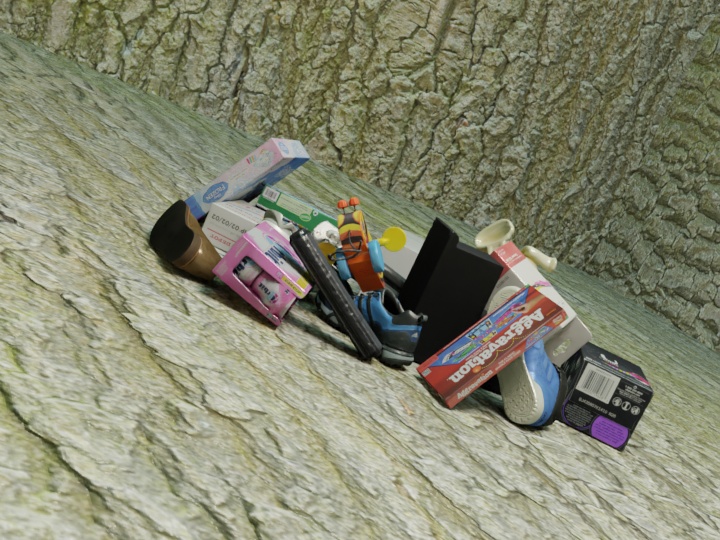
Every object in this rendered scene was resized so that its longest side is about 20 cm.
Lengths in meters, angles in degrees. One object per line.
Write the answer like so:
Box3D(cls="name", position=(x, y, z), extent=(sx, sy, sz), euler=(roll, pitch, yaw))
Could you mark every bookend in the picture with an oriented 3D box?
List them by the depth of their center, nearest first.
Box3D(cls="bookend", position=(0.166, 0.055, 1.526), extent=(0.198, 0.201, 0.092), euler=(21, 11, -17))

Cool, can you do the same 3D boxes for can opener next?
Box3D(cls="can opener", position=(0.000, 0.000, 1.583), extent=(0.200, 0.053, 0.067), euler=(37, -26, -6))

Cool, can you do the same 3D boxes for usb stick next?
Box3D(cls="usb stick", position=(-0.033, 0.032, 1.370), extent=(0.200, 0.033, 0.055), euler=(57, 5, -5))

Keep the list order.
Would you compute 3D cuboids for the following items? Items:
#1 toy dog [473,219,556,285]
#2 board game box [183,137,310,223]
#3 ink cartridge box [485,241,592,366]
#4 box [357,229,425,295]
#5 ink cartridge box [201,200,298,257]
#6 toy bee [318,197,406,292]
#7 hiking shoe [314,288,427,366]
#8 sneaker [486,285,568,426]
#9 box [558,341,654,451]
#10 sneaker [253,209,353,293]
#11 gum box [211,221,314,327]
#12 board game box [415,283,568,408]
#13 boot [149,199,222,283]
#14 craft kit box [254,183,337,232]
Box3D(cls="toy dog", position=(0.265, 0.033, 1.819), extent=(0.200, 0.194, 0.140), euler=(31, 44, -38))
Box3D(cls="board game box", position=(-0.195, -0.153, 1.742), extent=(0.043, 0.199, 0.200), euler=(55, 12, 1))
Box3D(cls="ink cartridge box", position=(0.254, 0.069, 1.602), extent=(0.200, 0.117, 0.067), euler=(49, 34, 10))
Box3D(cls="box", position=(0.077, 0.009, 1.762), extent=(0.097, 0.125, 0.200), euler=(26, 9, 8))
Box3D(cls="ink cartridge box", position=(-0.183, -0.058, 1.635), extent=(0.115, 0.068, 0.200), euler=(25, 10, 6))
Box3D(cls="toy bee", position=(0.002, -0.045, 1.459), extent=(0.130, 0.109, 0.200), euler=(-4, -19, -11))
Box3D(cls="hiking shoe", position=(0.017, 0.060, 1.462), extent=(0.200, 0.087, 0.074), euler=(33, 13, 37))
Box3D(cls="sneaker", position=(0.242, 0.127, 1.466), extent=(0.111, 0.077, 0.201), euler=(22, 53, -53))
Box3D(cls="box", position=(0.381, 0.190, 1.620), extent=(0.122, 0.106, 0.200), euler=(26, 9, 5))
Box3D(cls="sneaker", position=(-0.096, 0.006, 1.550), extent=(0.200, 0.089, 0.074), euler=(43, -26, -18))
Box3D(cls="gum box", position=(-0.124, 0.001, 1.395), extent=(0.113, 0.066, 0.200), euler=(41, 9, -2))
Box3D(cls="board game box", position=(0.177, 0.099, 1.379), extent=(0.019, 0.200, 0.103), euler=(56, -6, -28))
Box3D(cls="boot", position=(-0.244, -0.038, 1.437), extent=(0.075, 0.074, 0.200), euler=(41, 5, -31))
Box3D(cls="craft kit box", position=(-0.098, -0.077, 1.818), extent=(0.199, 0.049, 0.198), euler=(27, -7, -6))
